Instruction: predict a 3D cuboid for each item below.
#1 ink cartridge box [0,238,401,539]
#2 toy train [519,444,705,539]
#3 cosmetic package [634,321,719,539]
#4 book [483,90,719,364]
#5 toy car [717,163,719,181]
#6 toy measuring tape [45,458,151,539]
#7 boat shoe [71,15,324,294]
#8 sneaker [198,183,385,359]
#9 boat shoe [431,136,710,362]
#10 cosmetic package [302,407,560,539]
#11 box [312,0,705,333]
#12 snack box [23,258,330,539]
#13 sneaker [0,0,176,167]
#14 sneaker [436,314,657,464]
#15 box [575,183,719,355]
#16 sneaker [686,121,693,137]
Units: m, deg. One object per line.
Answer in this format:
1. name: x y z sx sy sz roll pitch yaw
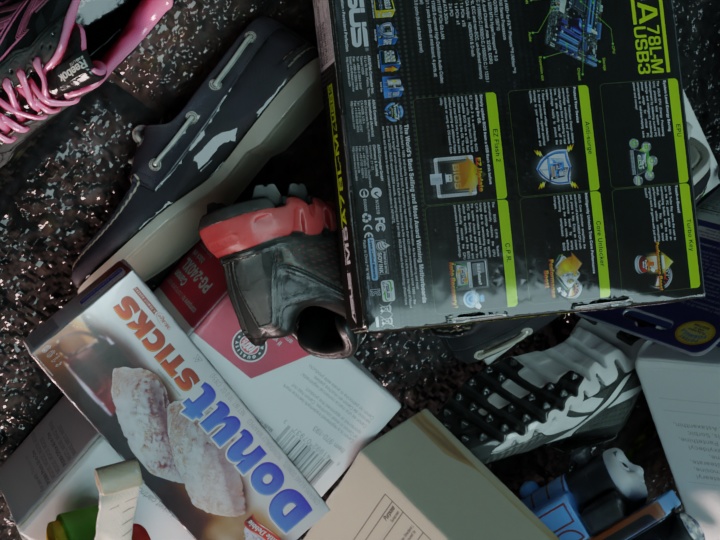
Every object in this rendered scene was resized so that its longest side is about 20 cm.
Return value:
1. ink cartridge box: -0.099 0.103 1.082 0.200 0.083 0.145 -48 121 0
2. toy train: 0.123 0.195 1.173 0.200 0.087 0.114 -34 81 16
3. cosmetic package: 0.307 0.090 1.184 0.167 0.166 0.200 -50 129 -40
4. book: 0.126 -0.048 1.151 0.200 0.048 0.134 -37 121 -5
5. toy car: 0.280 -0.136 1.111 0.158 0.164 0.200 12 102 -28
6. toy measuring tape: -0.143 0.141 0.968 0.073 0.074 0.200 -13 144 -20
7. boat shoe: -0.101 -0.064 1.043 0.200 0.073 0.063 -44 78 3
8. sneaker: 0.000 0.000 1.026 0.200 0.071 0.098 -6 82 -42
9. boat shoe: 0.131 -0.012 1.105 0.200 0.074 0.060 -33 125 -4
10. cosmetic package: 0.069 0.193 1.094 0.071 0.200 0.105 -28 158 -46
11. box: 0.080 -0.073 0.970 0.193 0.048 0.200 -6 88 -14
12. snack box: -0.100 0.089 1.013 0.072 0.024 0.200 -40 118 -7
13. sneaker: -0.173 -0.109 0.959 0.200 0.095 0.079 -46 123 -1
14. sneaker: 0.132 0.089 1.181 0.200 0.066 0.091 -31 133 -27
15. box: 0.244 -0.009 1.151 0.200 0.121 0.032 -37 122 -22
16. sneaker: 0.136 -0.093 1.061 0.115 0.074 0.200 -3 74 7
